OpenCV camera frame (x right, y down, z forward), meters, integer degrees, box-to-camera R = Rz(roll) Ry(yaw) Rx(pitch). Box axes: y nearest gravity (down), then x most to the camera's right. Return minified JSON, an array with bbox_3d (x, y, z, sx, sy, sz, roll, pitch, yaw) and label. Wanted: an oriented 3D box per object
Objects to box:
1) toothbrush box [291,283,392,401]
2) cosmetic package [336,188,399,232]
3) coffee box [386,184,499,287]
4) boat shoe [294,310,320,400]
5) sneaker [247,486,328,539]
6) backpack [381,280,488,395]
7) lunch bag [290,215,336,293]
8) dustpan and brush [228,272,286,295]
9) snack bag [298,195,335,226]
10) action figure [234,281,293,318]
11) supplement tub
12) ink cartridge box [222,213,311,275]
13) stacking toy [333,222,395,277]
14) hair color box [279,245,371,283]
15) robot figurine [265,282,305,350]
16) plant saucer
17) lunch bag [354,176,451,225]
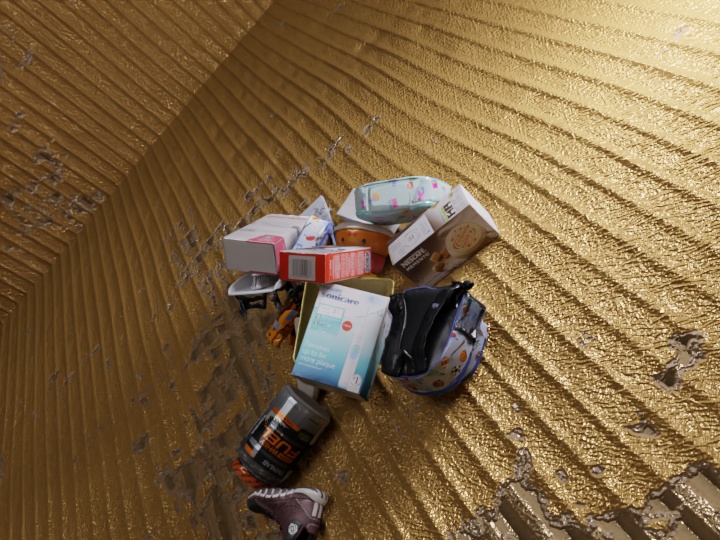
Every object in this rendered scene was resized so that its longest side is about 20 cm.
[{"bbox_3d":[-0.031,0.140,1.447,0.146,0.085,0.201,14,72,16],"label":"toothbrush box"},{"bbox_3d":[0.028,-0.141,1.777,0.083,0.051,0.200,-57,35,-5],"label":"cosmetic package"},{"bbox_3d":[0.166,-0.065,1.490,0.200,0.114,0.080,-38,37,18],"label":"coffee box"},{"bbox_3d":[-0.087,0.187,1.597,0.075,0.092,0.201,-9,82,53],"label":"boat shoe"},{"bbox_3d":[-0.154,0.483,1.396,0.200,0.076,0.116,-19,48,38],"label":"sneaker"},{"bbox_3d":[0.129,0.131,1.321,0.200,0.154,0.191,-13,41,50],"label":"backpack"},{"bbox_3d":[-0.107,-0.032,1.715,0.075,0.200,0.161,23,69,13],"label":"lunch bag"},{"bbox_3d":[-0.213,0.003,1.738,0.139,0.057,0.200,-5,11,29],"label":"dustpan and brush"},{"bbox_3d":[-0.150,-0.104,1.976,0.188,0.021,0.200,-41,35,16],"label":"snack bag"},{"bbox_3d":[-0.206,0.061,1.810,0.199,0.119,0.102,-25,72,-19],"label":"action figure"},{"bbox_3d":[-0.164,0.346,1.489,0.200,0.122,0.122,-53,34,-2],"label":"supplement tub"},{"bbox_3d":[-0.212,-0.066,1.745,0.146,0.083,0.200,6,23,25],"label":"ink cartridge box"},{"bbox_3d":[0.000,0.000,1.643,0.146,0.146,0.201,-6,73,47],"label":"stacking toy"},{"bbox_3d":[-0.069,-0.016,1.512,0.111,0.200,0.064,4,95,27],"label":"hair color box"},{"bbox_3d":[-0.117,0.096,1.659,0.200,0.145,0.058,-52,44,13],"label":"robot figurine"},{"bbox_3d":[-0.029,0.113,1.535,0.199,0.048,0.201,2,66,14],"label":"plant saucer"},{"bbox_3d":[0.100,-0.147,1.588,0.199,0.160,0.077,-5,81,27],"label":"lunch bag"}]
